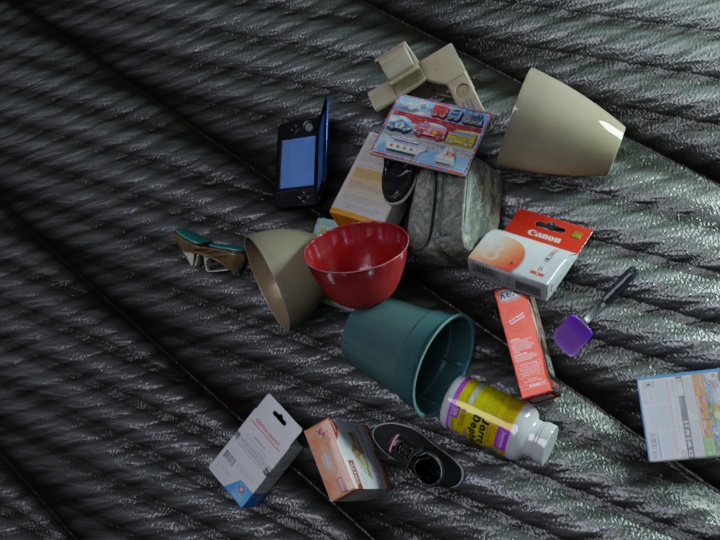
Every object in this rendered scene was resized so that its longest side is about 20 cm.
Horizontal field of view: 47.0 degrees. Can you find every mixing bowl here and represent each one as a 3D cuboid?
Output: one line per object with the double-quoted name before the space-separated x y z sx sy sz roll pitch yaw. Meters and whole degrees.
"mixing bowl" 0.000 0.000 1.543 0.197 0.201 0.110 3 122 23

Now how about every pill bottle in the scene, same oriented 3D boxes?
"pill bottle" 0.249 0.272 1.488 0.198 0.104 0.106 22 86 26

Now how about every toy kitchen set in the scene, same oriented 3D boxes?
"toy kitchen set" 0.125 -0.341 1.659 0.198 0.163 0.183 -28 68 15

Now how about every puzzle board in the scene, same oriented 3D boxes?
"puzzle board" 0.133 -0.261 1.573 0.197 0.017 0.152 16 64 23

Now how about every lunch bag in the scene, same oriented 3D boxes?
"lunch bag" 0.169 -0.106 1.604 0.166 0.139 0.203 -3 74 40

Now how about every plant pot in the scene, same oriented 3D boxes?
"plant pot" -0.128 -0.001 1.641 0.133 0.201 0.202 -25 65 -17
"plant pot" 0.378 -0.252 1.535 0.198 0.187 0.190 22 86 12
"plant pot" 0.080 0.144 1.554 0.194 0.200 0.203 21 86 34

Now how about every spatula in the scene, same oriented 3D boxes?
"spatula" 0.432 0.067 1.505 0.056 0.021 0.200 43 94 13

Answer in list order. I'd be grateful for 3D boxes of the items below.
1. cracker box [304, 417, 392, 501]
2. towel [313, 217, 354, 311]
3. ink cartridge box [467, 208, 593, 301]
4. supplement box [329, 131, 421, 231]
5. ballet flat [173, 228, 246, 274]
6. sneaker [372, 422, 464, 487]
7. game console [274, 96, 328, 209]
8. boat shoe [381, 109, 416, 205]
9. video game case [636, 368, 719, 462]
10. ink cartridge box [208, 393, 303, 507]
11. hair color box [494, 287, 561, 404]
"cracker box" -0.019 0.351 1.530 0.057 0.200 0.135 -29 68 13
"towel" -0.027 -0.008 1.707 0.197 0.048 0.174 15 83 26
"ink cartridge box" 0.313 -0.046 1.510 0.161 0.051 0.200 20 55 31
"supplement box" 0.039 -0.169 1.680 0.125 0.074 0.202 19 71 25
"ballet flat" -0.342 -0.036 1.847 0.197 0.068 0.073 17 103 22
"sneaker" 0.094 0.338 1.541 0.198 0.099 0.071 27 90 27
"game console" -0.126 -0.248 1.768 0.168 0.118 0.203 -4 75 22
"boat shoe" 0.079 -0.226 1.614 0.073 0.066 0.202 10 66 23
"video game case" 0.580 0.243 1.402 0.197 0.018 0.146 -10 73 21
"ink cartridge box" -0.199 0.363 1.677 0.116 0.068 0.201 41 95 26
"hair color box" 0.303 0.133 1.501 0.060 0.101 0.203 -18 71 17
